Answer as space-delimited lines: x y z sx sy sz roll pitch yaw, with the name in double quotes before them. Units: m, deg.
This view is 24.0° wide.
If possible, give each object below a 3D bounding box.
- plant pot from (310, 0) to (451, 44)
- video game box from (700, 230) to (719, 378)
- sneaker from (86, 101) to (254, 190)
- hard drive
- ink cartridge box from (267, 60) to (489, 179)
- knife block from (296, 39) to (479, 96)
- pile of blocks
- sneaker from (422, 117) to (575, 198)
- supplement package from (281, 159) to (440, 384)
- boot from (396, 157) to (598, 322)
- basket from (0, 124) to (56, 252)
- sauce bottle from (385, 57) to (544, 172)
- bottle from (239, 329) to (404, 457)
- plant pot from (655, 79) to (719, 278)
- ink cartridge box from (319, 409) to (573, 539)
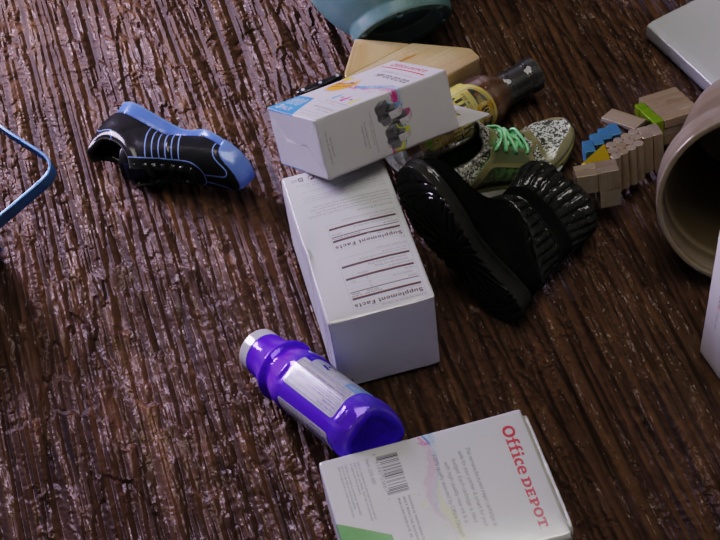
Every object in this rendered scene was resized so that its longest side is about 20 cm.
"plant pot" 0.029 -0.338 1.962 0.200 0.200 0.134 -17 78 -9
"video game box" 0.422 0.004 1.620 0.182 0.200 0.047 -19 53 -10
"sneaker" -0.212 -0.120 1.869 0.200 0.070 0.078 22 59 29
"hard drive" 0.440 -0.244 1.935 0.132 0.027 0.200 -27 54 -16
"ink cartridge box" 0.020 -0.165 1.758 0.200 0.068 0.115 -23 22 -23
"knife block" 0.025 -0.175 1.892 0.200 0.064 0.176 6 52 10
"pile of blocks" 0.290 -0.126 1.835 0.200 0.062 0.082 -35 43 -31
"sneaker" 0.147 -0.127 1.824 0.200 0.089 0.077 -26 53 -16
"supplement package" 0.000 0.000 1.717 0.109 0.114 0.200 -15 51 -5
"boot" 0.140 -0.069 1.728 0.079 0.211 0.158 -2 42 54
"basket" -0.443 -0.082 1.807 0.176 0.139 0.200 34 70 29
"sauce bottle" 0.115 -0.178 1.885 0.200 0.065 0.065 -32 55 -18
"bottle" -0.044 0.118 1.635 0.065 0.084 0.200 -53 45 -3
"plant pot" 0.404 -0.113 1.745 0.200 0.200 0.174 3 33 7
"ink cartridge box" 0.078 0.227 1.539 0.200 0.088 0.145 -16 51 -5
